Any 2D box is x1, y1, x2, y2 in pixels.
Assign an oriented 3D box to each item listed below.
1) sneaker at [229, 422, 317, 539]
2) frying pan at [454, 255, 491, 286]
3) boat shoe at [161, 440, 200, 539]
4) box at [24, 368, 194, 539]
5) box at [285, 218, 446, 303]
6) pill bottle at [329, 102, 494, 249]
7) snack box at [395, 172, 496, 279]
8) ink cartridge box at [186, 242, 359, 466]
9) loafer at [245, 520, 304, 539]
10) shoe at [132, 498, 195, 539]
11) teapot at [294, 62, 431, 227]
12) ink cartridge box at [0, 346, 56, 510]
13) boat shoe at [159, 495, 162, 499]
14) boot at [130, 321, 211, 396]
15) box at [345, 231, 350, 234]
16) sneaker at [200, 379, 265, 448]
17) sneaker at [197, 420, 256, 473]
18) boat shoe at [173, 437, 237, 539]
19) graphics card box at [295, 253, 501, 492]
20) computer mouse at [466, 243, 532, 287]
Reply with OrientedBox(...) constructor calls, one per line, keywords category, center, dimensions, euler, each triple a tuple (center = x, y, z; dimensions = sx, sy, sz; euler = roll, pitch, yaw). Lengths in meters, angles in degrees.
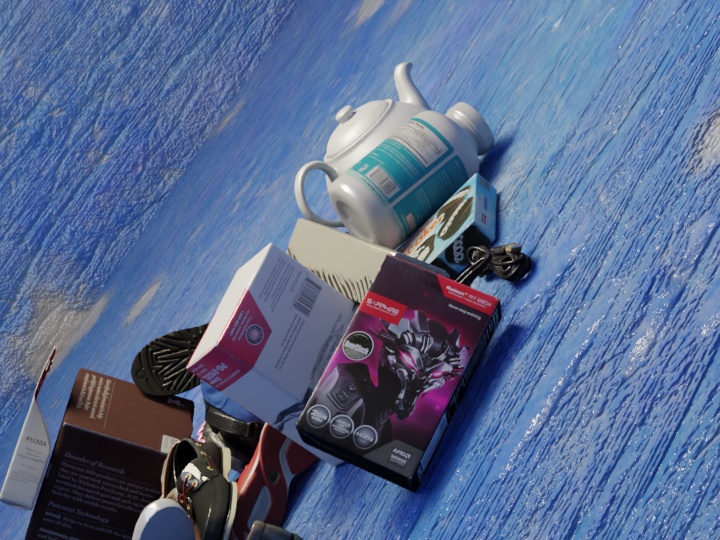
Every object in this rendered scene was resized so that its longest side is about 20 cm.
OrientedBox(category="sneaker", center=(-0.108, 0.214, 1.558), dimensions=(0.200, 0.078, 0.115), euler=(-58, 18, -22))
OrientedBox(category="frying pan", center=(0.051, 0.061, 1.372), dimensions=(0.190, 0.031, 0.115), euler=(-40, 20, 26))
OrientedBox(category="boat shoe", center=(-0.202, 0.283, 1.599), dimensions=(0.075, 0.072, 0.200), euler=(-23, 41, 6))
OrientedBox(category="box", center=(-0.324, 0.267, 1.787), dimensions=(0.166, 0.164, 0.201), euler=(-99, 29, -69))
OrientedBox(category="box", center=(0.000, 0.000, 1.546), dimensions=(0.200, 0.082, 0.069), euler=(20, 90, 54))
OrientedBox(category="pill bottle", center=(0.067, -0.118, 1.667), dimensions=(0.200, 0.111, 0.111), euler=(-39, 13, -14))
OrientedBox(category="snack box", center=(0.078, -0.012, 1.588), dimensions=(0.200, 0.037, 0.116), euler=(-45, 17, 27))
OrientedBox(category="ink cartridge box", center=(-0.061, 0.092, 1.463), dimensions=(0.084, 0.200, 0.145), euler=(-36, 23, 51))
OrientedBox(category="loafer", center=(-0.139, 0.322, 1.438), dimensions=(0.200, 0.063, 0.072), euler=(-43, 19, 30))
OrientedBox(category="shoe", center=(-0.228, 0.313, 1.495), dimensions=(0.071, 0.201, 0.091), euler=(-16, 35, -27))
OrientedBox(category="teapot", center=(0.020, -0.152, 1.804), dimensions=(0.197, 0.146, 0.200), euler=(-39, 16, 19))
OrientedBox(category="ink cartridge box", center=(-0.406, 0.201, 1.755), dimensions=(0.160, 0.047, 0.201), euler=(154, 135, -76))
OrientedBox(category="boat shoe", center=(-0.225, 0.326, 1.668), dimensions=(0.065, 0.072, 0.200), euler=(7, 50, 47))
OrientedBox(category="boot", center=(-0.208, 0.116, 1.878), dimensions=(0.210, 0.080, 0.158), euler=(-22, -6, -9))
OrientedBox(category="box", center=(-0.057, 0.052, 1.736), dimensions=(0.200, 0.051, 0.158), euler=(-54, 4, 8))
OrientedBox(category="sneaker", center=(-0.096, 0.153, 1.625), dimensions=(0.077, 0.199, 0.112), euler=(-21, -71, -72))
OrientedBox(category="sneaker", center=(-0.147, 0.176, 1.730), dimensions=(0.096, 0.079, 0.200), euler=(-52, 17, 18))
OrientedBox(category="boat shoe", center=(-0.172, 0.245, 1.502), dimensions=(0.201, 0.063, 0.074), euler=(-121, 50, -69))
OrientedBox(category="graphics card box", center=(0.038, 0.094, 1.304), dimensions=(0.201, 0.125, 0.051), euler=(-61, -18, -19))
OrientedBox(category="computer mouse", center=(0.097, 0.054, 1.394), dimensions=(0.200, 0.044, 0.110), euler=(-52, 20, -18))
